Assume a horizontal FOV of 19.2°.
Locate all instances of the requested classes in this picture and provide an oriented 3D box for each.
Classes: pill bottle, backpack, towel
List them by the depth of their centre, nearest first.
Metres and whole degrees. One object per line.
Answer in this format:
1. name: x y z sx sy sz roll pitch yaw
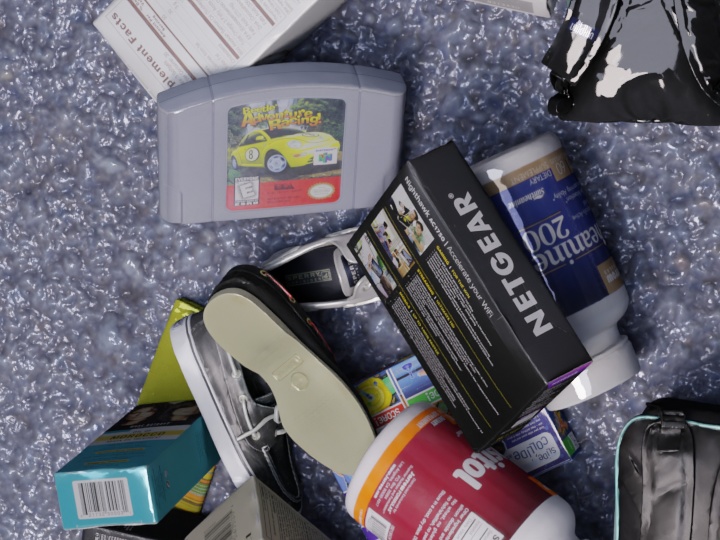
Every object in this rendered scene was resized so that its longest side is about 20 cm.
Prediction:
1. backpack: 0.220 -0.214 1.594 0.165 0.127 0.202 1 101 7
2. backpack: 0.284 0.206 1.644 0.174 0.153 0.202 6 93 20
3. pill bottle: 0.144 0.002 1.672 0.110 0.111 0.201 -23 93 22
4. pill bottle: 0.095 0.202 1.677 0.199 0.113 0.113 35 110 18
5. towel: -0.154 0.129 1.853 0.086 0.018 0.201 23 107 7

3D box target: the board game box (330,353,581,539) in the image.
1. board game box: 0.066 0.133 1.766 0.199 0.034 0.136 -26 92 23

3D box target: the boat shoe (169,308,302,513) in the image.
1. boat shoe: -0.087 0.120 1.794 0.068 0.074 0.201 -22 96 19

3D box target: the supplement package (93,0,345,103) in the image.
1. supplement package: -0.094 -0.226 1.703 0.200 0.117 0.118 -41 89 22

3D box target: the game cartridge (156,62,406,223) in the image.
1. game cartridge: -0.063 -0.103 1.691 0.198 0.041 0.134 -6 129 -10

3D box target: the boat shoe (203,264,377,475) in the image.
1. boat shoe: -0.048 0.080 1.738 0.073 0.063 0.202 -31 107 27

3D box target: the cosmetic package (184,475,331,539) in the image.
1. cosmetic package: -0.045 0.277 1.752 0.087 0.104 0.200 -43 112 12

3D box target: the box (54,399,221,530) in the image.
1. box: -0.177 0.157 1.750 0.082 0.200 0.050 -6 101 14

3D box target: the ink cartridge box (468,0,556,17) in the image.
1. ink cartridge box: 0.091 -0.303 1.608 0.160 0.050 0.202 13 78 12

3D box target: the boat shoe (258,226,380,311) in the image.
1. boat shoe: 0.000 0.000 1.745 0.199 0.065 0.074 -18 95 22

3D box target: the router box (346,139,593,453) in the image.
1. router box: 0.079 0.023 1.622 0.201 0.051 0.149 58 151 12

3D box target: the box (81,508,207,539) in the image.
1. box: -0.178 0.314 1.855 0.140 0.079 0.202 13 107 9
